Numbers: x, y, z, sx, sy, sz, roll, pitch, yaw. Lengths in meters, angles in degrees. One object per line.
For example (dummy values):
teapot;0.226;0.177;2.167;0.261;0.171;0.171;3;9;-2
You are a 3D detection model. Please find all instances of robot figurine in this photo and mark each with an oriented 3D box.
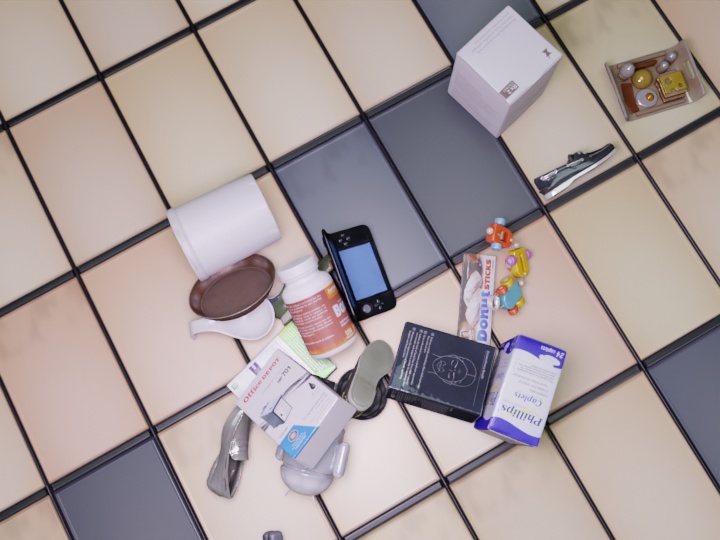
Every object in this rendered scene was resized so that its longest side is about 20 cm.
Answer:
robot figurine;-0.101;0.376;1.577;0.169;0.113;0.201;7;77;33

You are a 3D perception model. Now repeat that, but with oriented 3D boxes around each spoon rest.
spoon rest;-0.281;0.111;1.645;0.199;0.061;0.100;-13;80;9

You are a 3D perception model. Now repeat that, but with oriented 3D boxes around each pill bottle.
pill bottle;-0.093;0.074;1.586;0.112;0.112;0.201;-26;102;-4

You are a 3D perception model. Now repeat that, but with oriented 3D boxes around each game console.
game console;0.000;0.000;1.609;0.175;0.116;0.201;-18;85;-32

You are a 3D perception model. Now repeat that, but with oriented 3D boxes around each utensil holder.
utensil holder;-0.292;-0.095;1.650;0.199;0.170;0.171;-26;79;-7

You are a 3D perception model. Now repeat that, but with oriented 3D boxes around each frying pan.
frying pan;-0.034;0.267;1.618;0.189;0.031;0.116;-3;68;-14

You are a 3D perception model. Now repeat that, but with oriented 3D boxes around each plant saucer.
plant saucer;-0.271;0.042;1.640;0.199;0.035;0.201;-13;38;11

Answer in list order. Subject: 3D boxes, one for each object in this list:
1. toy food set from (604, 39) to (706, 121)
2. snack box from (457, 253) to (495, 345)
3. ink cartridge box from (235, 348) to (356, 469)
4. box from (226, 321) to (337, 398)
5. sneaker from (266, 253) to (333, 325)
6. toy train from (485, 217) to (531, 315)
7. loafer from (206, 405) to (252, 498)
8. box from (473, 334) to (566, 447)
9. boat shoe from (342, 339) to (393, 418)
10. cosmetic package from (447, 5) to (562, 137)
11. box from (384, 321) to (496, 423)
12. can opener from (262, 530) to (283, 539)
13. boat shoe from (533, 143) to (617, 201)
toy food set;0.676;-0.440;1.752;0.199;0.060;0.144;-17;79;-2
snack box;0.255;0.064;1.677;0.071;0.024;0.201;6;79;1
ink cartridge box;-0.131;0.273;1.517;0.200;0.086;0.147;32;81;37
box;-0.169;0.230;1.648;0.200;0.036;0.144;-44;81;-6
sneaker;-0.133;0.019;1.671;0.090;0.067;0.200;40;85;3
toy train;0.303;-0.004;1.650;0.150;0.055;0.201;16;77;-38
loafer;-0.259;0.376;1.592;0.070;0.070;0.201;18;92;33
box;0.322;0.248;1.559;0.104;0.184;0.201;19;79;4
boat shoe;0.011;0.225;1.596;0.072;0.061;0.201;35;40;-3
cosmetic package;0.314;-0.434;1.687;0.165;0.200;0.165;-44;81;-8
box;0.166;0.215;1.598;0.199;0.107;0.149;16;70;4
can opener;-0.151;0.636;1.567;0.067;0.053;0.201;-3;76;-33
boat shoe;0.483;-0.235;1.708;0.199;0.076;0.060;-34;86;-6
